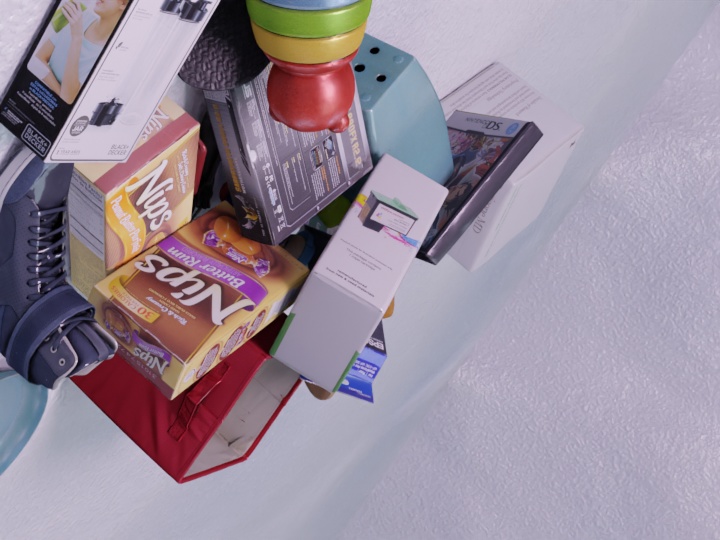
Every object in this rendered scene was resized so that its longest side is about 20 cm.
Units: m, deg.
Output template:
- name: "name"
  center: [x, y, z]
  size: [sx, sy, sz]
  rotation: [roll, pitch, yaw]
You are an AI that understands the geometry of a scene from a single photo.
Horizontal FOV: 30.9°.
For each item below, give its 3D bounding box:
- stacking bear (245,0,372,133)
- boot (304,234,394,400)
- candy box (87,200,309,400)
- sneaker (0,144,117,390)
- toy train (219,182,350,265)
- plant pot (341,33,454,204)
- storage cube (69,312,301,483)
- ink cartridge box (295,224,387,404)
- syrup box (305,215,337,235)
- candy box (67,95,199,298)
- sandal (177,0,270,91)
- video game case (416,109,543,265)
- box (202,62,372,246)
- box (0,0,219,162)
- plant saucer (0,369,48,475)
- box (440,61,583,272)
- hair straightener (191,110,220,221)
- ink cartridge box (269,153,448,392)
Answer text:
- name: "stacking bear"
  center: [-0.041, -0.209, 1.066]
  size: [0.114, 0.120, 0.202]
  rotation: [-70, 164, -53]
- name: "boot"
  center: [-0.011, 0.054, 1.542]
  size: [0.070, 0.204, 0.143]
  rotation: [-22, 159, 40]
- name: "candy box"
  center: [-0.152, 0.023, 1.231]
  size: [0.200, 0.116, 0.057]
  rotation: [-40, 163, -46]
- name: "sneaker"
  center: [-0.247, 0.001, 1.066]
  size: [0.077, 0.146, 0.204]
  rotation: [-21, 146, -58]
- name: "toy train"
  center: [-0.053, -0.091, 1.378]
  size: [0.200, 0.115, 0.085]
  rotation: [-44, -151, 17]
- name: "plant pot"
  center: [0.008, -0.155, 1.440]
  size: [0.142, 0.140, 0.201]
  rotation: [-51, 156, -24]
- name: "storage cube"
  center: [-0.177, 0.098, 1.424]
  size: [0.172, 0.179, 0.200]
  rotation: [-54, 164, 12]
- name: "ink cartridge box"
  center: [-0.024, 0.045, 1.430]
  size: [0.099, 0.202, 0.039]
  rotation: [21, 131, -29]
- name: "syrup box"
  center: [0.005, -0.120, 1.636]
  size: [0.200, 0.081, 0.079]
  rotation: [-44, 164, -31]
- name: "candy box"
  center: [-0.210, -0.058, 1.201]
  size: [0.115, 0.055, 0.201]
  rotation: [-43, 163, -31]
- name: "sandal"
  center: [-0.089, -0.235, 1.131]
  size: [0.201, 0.075, 0.045]
  rotation: [-55, -159, -11]
- name: "video game case"
  center: [0.102, -0.104, 1.545]
  size: [0.200, 0.026, 0.180]
  rotation: [-50, -153, -9]
- name: "box"
  center: [-0.069, -0.150, 1.246]
  size: [0.158, 0.048, 0.202]
  rotation: [-41, 133, -36]
- name: "box"
  center: [-0.181, -0.181, 0.993]
  size: [0.201, 0.060, 0.116]
  rotation: [-56, 164, 18]
- name: "plant saucer"
  center: [-0.388, 0.171, 1.270]
  size: [0.200, 0.027, 0.201]
  rotation: [-47, 164, -18]
- name: "box"
  center: [0.183, -0.151, 1.906]
  size: [0.200, 0.171, 0.200]
  rotation: [-38, 160, -39]
- name: "hair straightener"
  center: [-0.155, -0.090, 1.314]
  size: [0.077, 0.041, 0.201]
  rotation: [-41, 162, -33]
- name: "ink cartridge box"
  center: [0.000, 0.000, 1.331]
  size: [0.201, 0.083, 0.145]
  rotation: [-60, 180, -44]
